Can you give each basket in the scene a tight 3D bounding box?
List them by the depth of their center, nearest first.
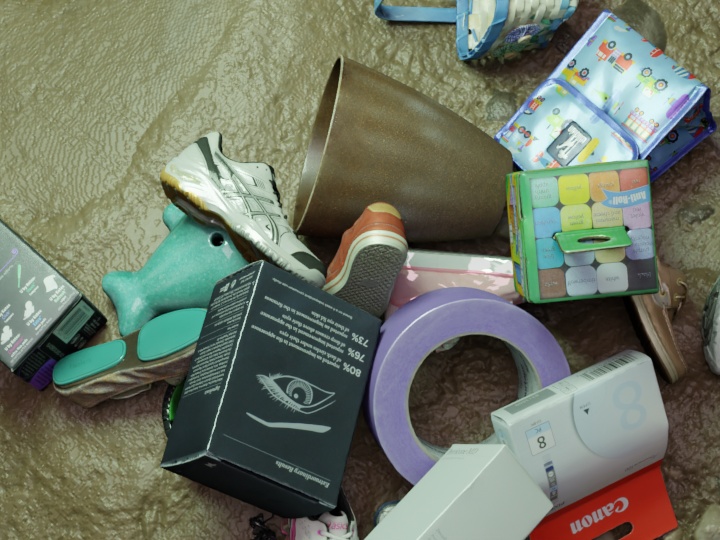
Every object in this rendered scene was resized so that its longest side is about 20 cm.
[{"bbox_3d":[0.123,-0.301,1.533,0.198,0.176,0.140,6,78,-7],"label":"basket"}]

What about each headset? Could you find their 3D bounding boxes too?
[{"bbox_3d":[-0.127,0.179,1.480,0.123,0.094,0.201,-22,60,1],"label":"headset"}]

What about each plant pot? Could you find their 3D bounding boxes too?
[{"bbox_3d":[0.049,-0.103,1.496,0.198,0.187,0.188,15,75,-9],"label":"plant pot"}]

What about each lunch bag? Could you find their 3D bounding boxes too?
[{"bbox_3d":[0.247,-0.144,1.521,0.200,0.094,0.151,-44,61,-3],"label":"lunch bag"}]

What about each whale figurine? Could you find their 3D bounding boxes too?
[{"bbox_3d":[-0.173,-0.003,1.502,0.199,0.104,0.160,-22,75,-2],"label":"whale figurine"}]

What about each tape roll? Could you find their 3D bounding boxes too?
[{"bbox_3d":[0.103,0.121,1.427,0.198,0.085,0.202,-1,97,-8],"label":"tape roll"}]

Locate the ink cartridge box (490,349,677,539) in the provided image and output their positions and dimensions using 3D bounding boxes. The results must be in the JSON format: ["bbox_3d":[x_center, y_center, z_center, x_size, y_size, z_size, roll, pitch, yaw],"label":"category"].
[{"bbox_3d":[0.227,0.198,1.396,0.159,0.047,0.201,-23,105,-16],"label":"ink cartridge box"}]

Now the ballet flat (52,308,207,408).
[{"bbox_3d":[-0.218,0.093,1.482,0.199,0.067,0.068,-17,44,19],"label":"ballet flat"}]

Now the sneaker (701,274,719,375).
[{"bbox_3d":[0.412,0.018,1.485,0.099,0.078,0.201,18,77,4],"label":"sneaker"}]

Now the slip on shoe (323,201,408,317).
[{"bbox_3d":[0.000,0.000,1.453,0.073,0.200,0.062,12,57,-12],"label":"slip on shoe"}]

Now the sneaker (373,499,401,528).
[{"bbox_3d":[0.100,0.286,1.420,0.199,0.085,0.077,32,78,11],"label":"sneaker"}]

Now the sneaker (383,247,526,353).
[{"bbox_3d":[0.116,0.034,1.499,0.198,0.075,0.106,4,92,-7],"label":"sneaker"}]

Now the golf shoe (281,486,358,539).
[{"bbox_3d":[-0.035,0.277,1.384,0.072,0.093,0.201,-1,45,-17],"label":"golf shoe"}]

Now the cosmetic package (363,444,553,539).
[{"bbox_3d":[0.067,0.251,1.310,0.081,0.113,0.200,49,66,-11],"label":"cosmetic package"}]

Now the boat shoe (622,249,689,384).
[{"bbox_3d":[0.302,0.015,1.490,0.066,0.074,0.201,-20,75,3],"label":"boat shoe"}]

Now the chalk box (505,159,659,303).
[{"bbox_3d":[0.207,-0.038,1.361,0.124,0.200,0.125,-5,93,1],"label":"chalk box"}]

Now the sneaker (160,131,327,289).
[{"bbox_3d":[-0.100,-0.062,1.425,0.200,0.076,0.088,39,71,8],"label":"sneaker"}]

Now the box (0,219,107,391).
[{"bbox_3d":[-0.376,0.014,1.497,0.200,0.122,0.106,40,80,12],"label":"box"}]

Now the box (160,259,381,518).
[{"bbox_3d":[-0.084,0.116,1.386,0.147,0.104,0.201,28,64,-24],"label":"box"}]
